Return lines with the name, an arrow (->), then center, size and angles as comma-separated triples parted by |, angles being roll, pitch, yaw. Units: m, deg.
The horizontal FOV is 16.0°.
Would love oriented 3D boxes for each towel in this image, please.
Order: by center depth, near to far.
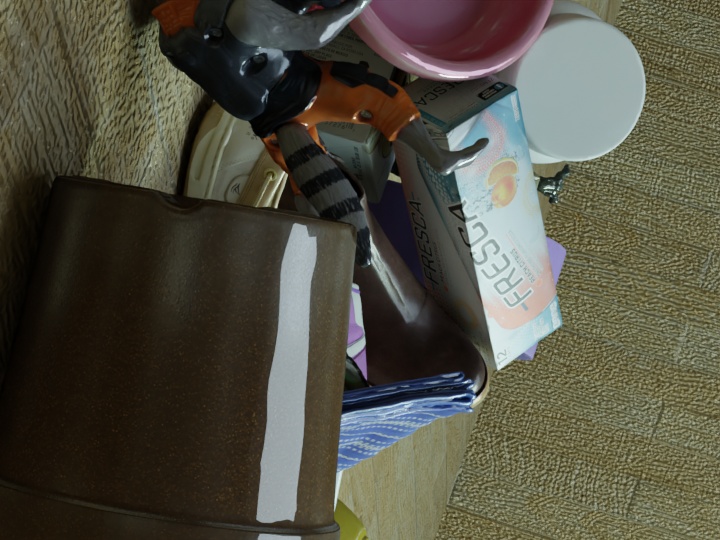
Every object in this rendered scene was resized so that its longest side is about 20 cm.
towel -> -0.041, 0.108, 1.451 | 0.200, 0.145, 0.024 | -35, -112, 49

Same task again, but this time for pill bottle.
pill bottle -> 0.112, -0.134, 1.752 | 0.200, 0.114, 0.114 | -150, -105, -69

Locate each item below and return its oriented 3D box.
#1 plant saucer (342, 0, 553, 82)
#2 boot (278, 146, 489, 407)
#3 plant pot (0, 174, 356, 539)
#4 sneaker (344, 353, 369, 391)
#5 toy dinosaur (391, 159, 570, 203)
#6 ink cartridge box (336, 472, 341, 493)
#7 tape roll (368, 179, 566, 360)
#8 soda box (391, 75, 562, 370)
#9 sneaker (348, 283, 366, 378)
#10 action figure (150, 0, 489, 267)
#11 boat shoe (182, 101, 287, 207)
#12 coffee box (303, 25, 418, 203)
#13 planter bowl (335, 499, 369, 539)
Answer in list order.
plant saucer -> 0.040, -0.216, 1.615 | 0.051, 0.200, 0.201 | -10, -127, 51
boot -> 0.000, 0.000, 1.648 | 0.072, 0.200, 0.166 | -45, 159, -18
plant pot -> -0.091, 0.061, 1.242 | 0.200, 0.200, 0.198 | 10, 89, -81
sneaker -> -0.081, 0.045, 1.407 | 0.089, 0.200, 0.077 | -54, -144, 11
toy dinosaur -> 0.090, -0.061, 1.772 | 0.200, 0.088, 0.047 | 14, -88, 56
ink cartridge box -> -0.056, 0.139, 1.768 | 0.163, 0.057, 0.200 | -107, -161, -53
tape roll -> 0.042, -0.005, 1.849 | 0.200, 0.200, 0.085 | 49, 59, -80
soda box -> 0.075, -0.035, 1.675 | 0.064, 0.068, 0.200 | -34, 131, -24
sneaker -> -0.079, 0.044, 1.476 | 0.200, 0.073, 0.114 | -10, 107, -44
action figure -> -0.028, -0.107, 1.291 | 0.200, 0.193, 0.105 | -33, -166, 53
boat shoe -> -0.074, -0.010, 1.542 | 0.074, 0.069, 0.200 | -63, 167, -50
coffee box -> 0.005, -0.162, 1.706 | 0.113, 0.080, 0.200 | 78, 30, -70
planter bowl -> -0.044, 0.263, 2.215 | 0.200, 0.083, 0.200 | 18, 90, -81
